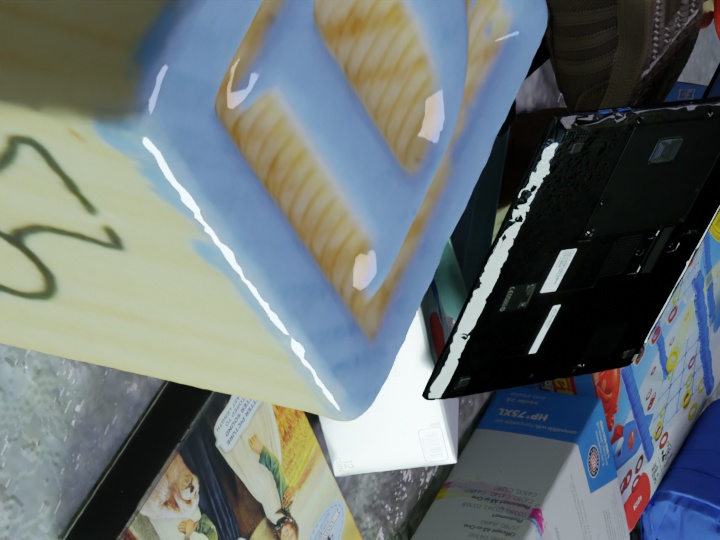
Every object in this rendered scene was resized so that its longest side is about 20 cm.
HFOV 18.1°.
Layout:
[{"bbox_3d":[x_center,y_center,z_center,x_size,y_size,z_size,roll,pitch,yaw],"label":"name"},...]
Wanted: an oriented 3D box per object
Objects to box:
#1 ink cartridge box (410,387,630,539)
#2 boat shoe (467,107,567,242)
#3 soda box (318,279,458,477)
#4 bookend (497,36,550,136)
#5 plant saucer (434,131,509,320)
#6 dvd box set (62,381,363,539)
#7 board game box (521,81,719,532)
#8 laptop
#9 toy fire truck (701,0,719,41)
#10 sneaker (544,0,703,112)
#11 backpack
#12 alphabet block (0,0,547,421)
[{"bbox_3d":[0.079,0.174,1.257,0.200,0.067,0.117,-55,141,-41],"label":"ink cartridge box"},{"bbox_3d":[0.097,-0.040,1.241,0.200,0.073,0.063,-24,125,-42],"label":"boat shoe"},{"bbox_3d":[0.000,0.000,1.072,0.068,0.063,0.201,-84,164,-54],"label":"soda box"},{"bbox_3d":[0.076,-0.208,1.096,0.200,0.092,0.199,-42,135,-33],"label":"bookend"},{"bbox_3d":[0.053,-0.057,1.136,0.200,0.019,0.070,-76,153,-52],"label":"plant saucer"},{"bbox_3d":[-0.059,0.140,1.067,0.147,0.029,0.200,-57,142,-33],"label":"dvd box set"},{"bbox_3d":[0.164,0.020,1.374,0.200,0.056,0.196,-53,140,-37],"label":"board game box"},{"bbox_3d":[0.117,-0.045,1.076,0.199,0.103,0.178,-8,138,-32],"label":"laptop"},{"bbox_3d":[0.190,-0.223,1.296,0.200,0.112,0.168,-54,137,-37],"label":"toy fire truck"},{"bbox_3d":[0.114,-0.127,1.052,0.070,0.075,0.200,-46,161,-23],"label":"sneaker"},{"bbox_3d":[0.253,0.196,1.430,0.168,0.162,0.201,-52,155,-36],"label":"backpack"},{"bbox_3d":[-0.077,-0.087,0.809,0.197,0.199,0.196,-63,146,-25],"label":"alphabet block"}]
